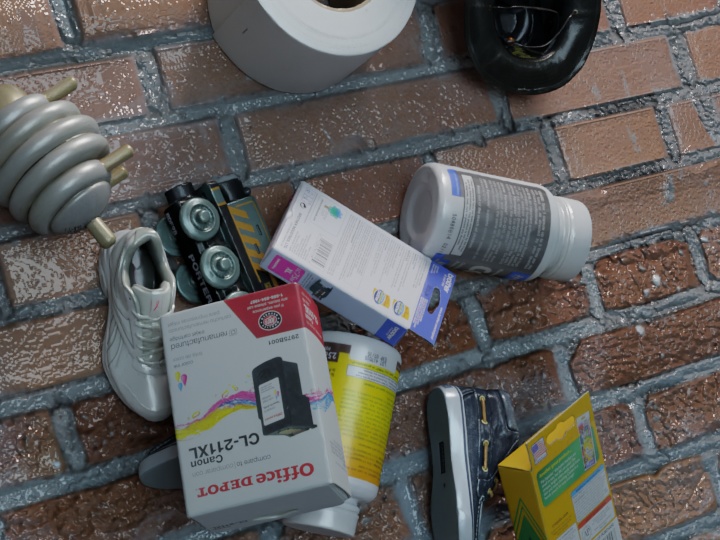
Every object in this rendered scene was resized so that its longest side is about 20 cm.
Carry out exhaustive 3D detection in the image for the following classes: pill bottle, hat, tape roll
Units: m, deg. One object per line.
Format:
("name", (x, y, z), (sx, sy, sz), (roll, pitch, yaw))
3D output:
("pill bottle", (0.155, -0.050, 1.566), (0.198, 0.114, 0.115), (10, 76, -21))
("pill bottle", (-0.025, 0.172, 1.444), (0.109, 0.109, 0.202), (17, 73, -20))
("hat", (0.194, -0.315, 1.647), (0.199, 0.081, 0.202), (-6, 109, -18))
("tape roll", (-0.054, -0.310, 1.510), (0.201, 0.139, 0.205), (5, 77, -24))

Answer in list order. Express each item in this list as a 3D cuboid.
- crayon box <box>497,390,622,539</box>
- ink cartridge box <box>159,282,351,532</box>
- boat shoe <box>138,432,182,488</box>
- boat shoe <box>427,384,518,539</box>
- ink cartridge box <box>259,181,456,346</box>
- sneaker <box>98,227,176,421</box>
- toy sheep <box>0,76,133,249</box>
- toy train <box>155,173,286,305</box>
("crayon box", (0.220, 0.247, 1.524), (0.125, 0.051, 0.201), (-31, 114, -41))
("ink cartridge box", (-0.100, 0.131, 1.315), (0.145, 0.083, 0.201), (-14, 69, 6))
("boat shoe", (-0.137, 0.150, 1.407), (0.199, 0.071, 0.091), (-22, 55, 5))
("boat shoe", (0.130, 0.226, 1.516), (0.090, 0.071, 0.202), (3, 78, -22))
("ink cartridge box", (0.000, 0.000, 1.461), (0.199, 0.042, 0.120), (29, 42, -7))
("sneaker", (-0.218, 0.051, 1.387), (0.077, 0.099, 0.202), (-10, 84, -25))
("toy sheep", (-0.304, -0.105, 1.364), (0.138, 0.138, 0.200), (-37, 78, -25))
("toy train", (-0.134, -0.006, 1.451), (0.114, 0.085, 0.201), (-22, 86, -39))
